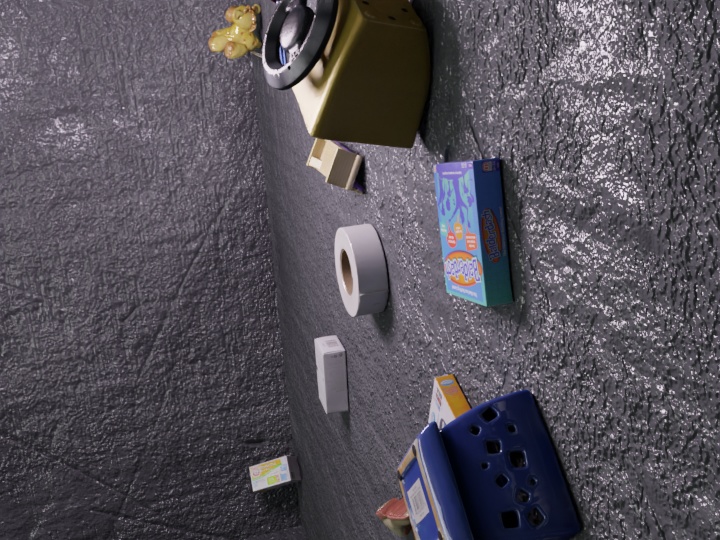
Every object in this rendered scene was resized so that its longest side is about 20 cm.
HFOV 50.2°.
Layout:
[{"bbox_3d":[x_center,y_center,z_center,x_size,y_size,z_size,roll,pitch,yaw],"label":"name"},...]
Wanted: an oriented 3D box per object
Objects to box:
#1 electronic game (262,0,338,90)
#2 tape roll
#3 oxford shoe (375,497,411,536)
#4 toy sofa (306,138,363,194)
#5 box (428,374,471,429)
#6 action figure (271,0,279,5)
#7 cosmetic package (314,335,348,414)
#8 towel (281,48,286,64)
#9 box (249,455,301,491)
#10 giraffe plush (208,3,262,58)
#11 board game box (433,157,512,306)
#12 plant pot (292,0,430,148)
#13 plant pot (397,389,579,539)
[{"bbox_3d":[-0.101,-0.392,1.255,0.199,0.041,0.203,-26,56,46],"label":"electronic game"},{"bbox_3d":[0.000,0.000,1.722,0.202,0.070,0.206,172,90,-75],"label":"tape roll"},{"bbox_3d":[0.098,0.553,1.718,0.074,0.070,0.200,54,161,4],"label":"oxford shoe"},{"bbox_3d":[-0.048,-0.248,1.777,0.084,0.096,0.200,-69,22,12],"label":"toy sofa"},{"bbox_3d":[0.164,0.276,1.317,0.201,0.041,0.120,-118,24,-47],"label":"box"},{"bbox_3d":[-0.158,-0.697,1.770,0.134,0.148,0.202,-21,46,66],"label":"action figure"},{"bbox_3d":[-0.084,0.300,2.214,0.102,0.073,0.203,-130,35,-64],"label":"cosmetic package"},{"bbox_3d":[-0.264,-0.666,2.438,0.200,0.023,0.149,-167,68,-74],"label":"towel"},{"bbox_3d":[-0.379,0.899,3.399,0.101,0.198,0.114,30,-138,-62],"label":"box"},{"bbox_3d":[-0.417,-0.838,2.649,0.174,0.197,0.164,-78,-1,-51],"label":"giraffe plush"},{"bbox_3d":[0.161,-0.059,1.120,0.152,0.044,0.203,-162,63,-74],"label":"board game box"},{"bbox_3d":[0.010,-0.350,1.275,0.197,0.192,0.201,-112,34,-40],"label":"plant pot"},{"bbox_3d":[0.161,0.305,1.072,0.201,0.177,0.202,107,149,-59],"label":"plant pot"}]
